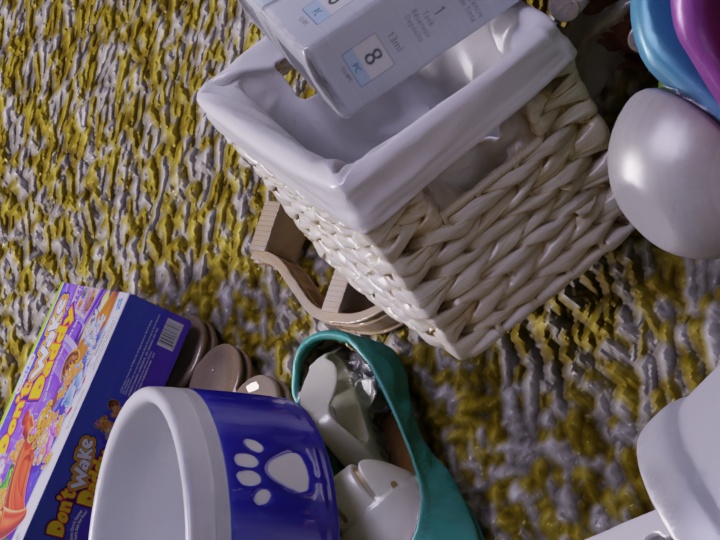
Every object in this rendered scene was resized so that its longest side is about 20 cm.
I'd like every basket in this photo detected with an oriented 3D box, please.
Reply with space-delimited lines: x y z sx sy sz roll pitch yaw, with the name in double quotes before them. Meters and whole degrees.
"basket" 0.030 -0.058 1.137 0.135 0.124 0.200 -38 27 -9

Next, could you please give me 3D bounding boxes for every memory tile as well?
"memory tile" -0.114 0.134 1.350 0.153 0.017 0.200 32 95 55

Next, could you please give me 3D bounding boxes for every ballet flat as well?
"ballet flat" 0.005 0.103 1.165 0.067 0.070 0.200 -48 38 21

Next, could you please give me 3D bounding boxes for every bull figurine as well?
"bull figurine" 0.151 -0.145 1.104 0.200 0.065 0.121 -42 1 20

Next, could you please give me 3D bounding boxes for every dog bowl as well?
"dog bowl" -0.079 0.160 1.171 0.200 0.079 0.201 -176 90 -70

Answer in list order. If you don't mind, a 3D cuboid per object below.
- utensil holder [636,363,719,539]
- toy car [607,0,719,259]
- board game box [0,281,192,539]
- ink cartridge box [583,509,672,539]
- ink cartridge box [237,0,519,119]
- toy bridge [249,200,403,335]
"utensil holder" 0.227 0.050 0.824 0.200 0.170 0.170 -48 38 19
"toy car" 0.187 -0.092 0.946 0.175 0.150 0.200 -43 32 -13
"board game box" -0.182 0.110 1.403 0.134 0.045 0.201 5 71 65
"ink cartridge box" 0.142 0.197 0.927 0.116 0.068 0.201 -28 49 41
"ink cartridge box" 0.040 -0.167 1.118 0.200 0.047 0.160 -36 27 -2
"toy bridge" 0.000 0.000 1.273 0.200 0.027 0.067 5 74 53
